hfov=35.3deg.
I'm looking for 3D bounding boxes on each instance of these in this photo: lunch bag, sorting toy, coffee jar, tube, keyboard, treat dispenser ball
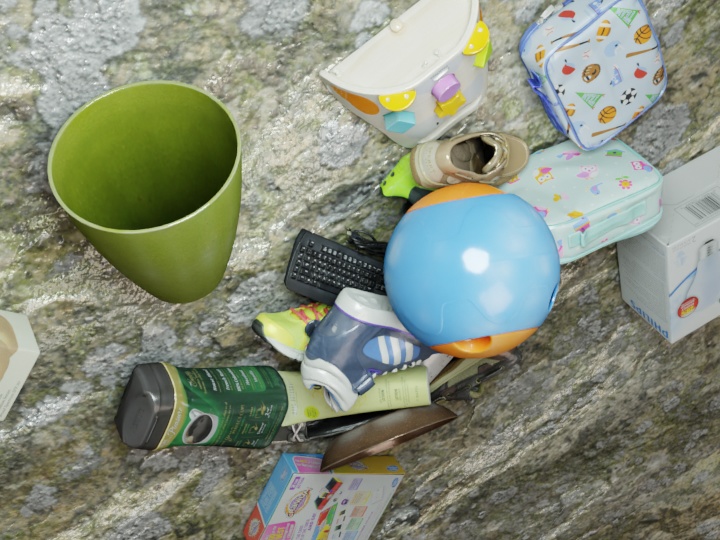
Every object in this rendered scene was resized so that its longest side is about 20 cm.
[{"bbox_3d":[0.269,-0.087,1.418,0.200,0.160,0.077,-23,133,-15],"label":"lunch bag"},{"bbox_3d":[0.082,-0.210,1.269,0.200,0.107,0.180,-38,154,0],"label":"sorting toy"},{"bbox_3d":[-0.195,0.167,1.385,0.200,0.085,0.104,6,124,-36],"label":"coffee jar"},{"bbox_3d":[-0.010,0.159,1.461,0.200,0.058,0.052,-5,153,5],"label":"tube"},{"bbox_3d":[0.277,-0.247,1.359,0.160,0.076,0.200,-37,136,3],"label":"lunch bag"},{"bbox_3d":[0.000,0.000,1.374,0.200,0.040,0.104,21,78,-42],"label":"keyboard"},{"bbox_3d":[0.127,0.001,1.293,0.201,0.201,0.201,-17,131,-20],"label":"treat dispenser ball"}]

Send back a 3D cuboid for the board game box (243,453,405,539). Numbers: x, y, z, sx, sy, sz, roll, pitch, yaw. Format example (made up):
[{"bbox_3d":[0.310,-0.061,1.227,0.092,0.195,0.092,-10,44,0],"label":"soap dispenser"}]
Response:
[{"bbox_3d":[-0.052,0.336,1.640,0.200,0.040,0.153,9,119,-36],"label":"board game box"}]

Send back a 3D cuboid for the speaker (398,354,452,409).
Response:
[{"bbox_3d":[0.097,0.088,1.506,0.200,0.081,0.081,-49,134,11],"label":"speaker"}]

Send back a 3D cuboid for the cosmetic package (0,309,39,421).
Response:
[{"bbox_3d":[-0.450,0.085,1.173,0.200,0.071,0.105,15,116,-39],"label":"cosmetic package"}]

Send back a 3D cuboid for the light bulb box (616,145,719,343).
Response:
[{"bbox_3d":[0.481,-0.037,1.613,0.198,0.125,0.200,-28,133,-10],"label":"light bulb box"}]

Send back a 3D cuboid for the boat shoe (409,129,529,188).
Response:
[{"bbox_3d":[0.145,-0.131,1.336,0.200,0.064,0.071,-15,93,-45],"label":"boat shoe"}]

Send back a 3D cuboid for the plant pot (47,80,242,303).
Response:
[{"bbox_3d":[-0.200,-0.058,1.160,0.187,0.187,0.200,-25,149,-12],"label":"plant pot"}]

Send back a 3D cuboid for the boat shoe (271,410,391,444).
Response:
[{"bbox_3d":[-0.052,0.195,1.516,0.200,0.057,0.067,-16,131,-20],"label":"boat shoe"}]

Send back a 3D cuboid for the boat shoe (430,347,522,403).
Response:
[{"bbox_3d":[0.140,0.148,1.534,0.200,0.065,0.073,-45,179,44],"label":"boat shoe"}]

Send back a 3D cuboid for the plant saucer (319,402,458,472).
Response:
[{"bbox_3d":[0.033,0.218,1.518,0.200,0.037,0.200,-20,168,-5],"label":"plant saucer"}]

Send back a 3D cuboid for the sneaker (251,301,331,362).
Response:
[{"bbox_3d":[-0.048,0.063,1.411,0.200,0.078,0.090,8,112,-42],"label":"sneaker"}]

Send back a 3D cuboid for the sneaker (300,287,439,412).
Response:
[{"bbox_3d":[0.015,0.109,1.382,0.200,0.081,0.147,18,106,-41],"label":"sneaker"}]

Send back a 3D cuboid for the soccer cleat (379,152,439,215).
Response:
[{"bbox_3d":[0.101,-0.073,1.400,0.081,0.068,0.200,-39,129,14],"label":"soccer cleat"}]
